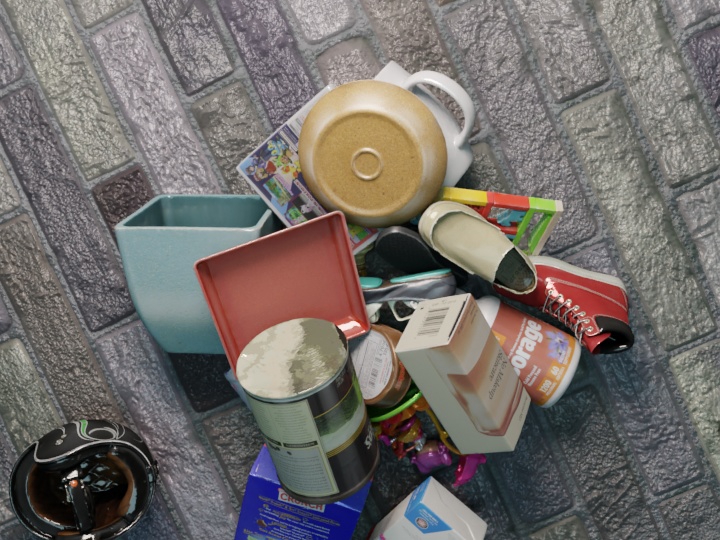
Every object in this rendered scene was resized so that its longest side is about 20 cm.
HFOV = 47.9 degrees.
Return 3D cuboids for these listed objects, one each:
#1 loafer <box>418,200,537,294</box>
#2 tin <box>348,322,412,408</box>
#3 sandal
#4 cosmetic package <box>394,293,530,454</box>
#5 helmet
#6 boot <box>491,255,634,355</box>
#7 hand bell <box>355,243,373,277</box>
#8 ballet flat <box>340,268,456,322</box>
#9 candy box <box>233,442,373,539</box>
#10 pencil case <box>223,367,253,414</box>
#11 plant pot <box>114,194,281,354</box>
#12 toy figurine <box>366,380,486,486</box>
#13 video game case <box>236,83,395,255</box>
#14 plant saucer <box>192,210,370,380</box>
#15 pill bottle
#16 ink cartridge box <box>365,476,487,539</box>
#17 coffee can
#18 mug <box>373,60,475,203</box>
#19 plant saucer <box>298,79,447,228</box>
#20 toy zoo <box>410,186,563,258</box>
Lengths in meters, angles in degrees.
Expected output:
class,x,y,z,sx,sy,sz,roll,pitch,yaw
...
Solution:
class,x,y,z,sx,sy,sz,roll,pitch,yaw
loafer,0.167,-0.028,1.083,0.199,0.068,0.076,27,97,-25
tin,-0.002,0.124,1.162,0.042,0.200,0.113,18,90,-38
sandal,0.085,-0.026,1.149,0.075,0.200,0.048,-13,63,30
cosmetic package,0.141,0.141,1.084,0.087,0.104,0.200,-12,124,36
helmet,-0.410,0.315,1.206,0.199,0.190,0.201,3,84,-33
boot,0.283,0.053,1.141,0.199,0.145,0.073,11,127,4
hand bell,0.000,0.000,1.204,0.104,0.104,0.201,-10,107,6
ballet flat,0.037,0.039,1.139,0.199,0.073,0.073,-5,95,11
candy box,-0.089,0.359,1.198,0.168,0.077,0.201,19,130,2
pencil case,-0.118,0.201,1.225,0.091,0.083,0.200,-37,92,-31
plant pot,-0.217,0.009,1.166,0.195,0.196,0.201,0,109,5
toy figurine,0.095,0.243,1.200,0.200,0.150,0.184,-31,104,30
video game case,-0.041,-0.119,1.098,0.182,0.023,0.200,-36,103,25
plant saucer,-0.100,0.029,1.066,0.199,0.037,0.201,-20,126,-10
pill bottle,0.206,0.107,1.173,0.199,0.112,0.113,27,97,1
ink cartridge box,0.081,0.418,1.219,0.116,0.067,0.200,41,119,-1
coffee can,-0.065,0.185,1.062,0.146,0.147,0.201,-11,125,6
mug,0.077,-0.192,1.118,0.175,0.148,0.200,39,140,-4
plant saucer,0.011,-0.141,1.042,0.199,0.035,0.201,5,117,11
toy zoo,0.168,-0.062,1.143,0.199,0.131,0.021,6,55,-7
